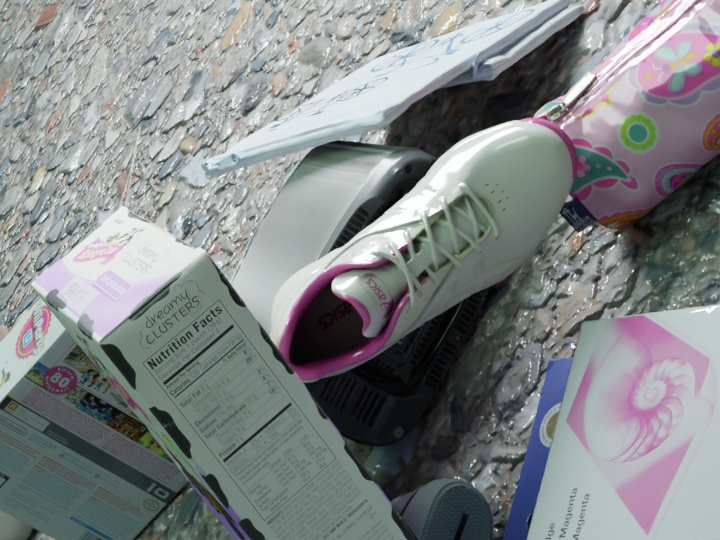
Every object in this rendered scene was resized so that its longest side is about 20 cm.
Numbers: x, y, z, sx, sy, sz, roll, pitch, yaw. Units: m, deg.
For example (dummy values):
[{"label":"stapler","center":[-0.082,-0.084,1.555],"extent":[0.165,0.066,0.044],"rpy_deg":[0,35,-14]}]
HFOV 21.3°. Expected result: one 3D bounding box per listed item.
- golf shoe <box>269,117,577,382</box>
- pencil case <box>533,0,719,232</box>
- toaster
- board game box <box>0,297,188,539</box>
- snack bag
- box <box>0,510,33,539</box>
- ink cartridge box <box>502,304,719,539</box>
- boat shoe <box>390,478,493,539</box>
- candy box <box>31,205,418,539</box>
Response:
[{"label":"golf shoe","center":[0.033,-0.004,1.008],"extent":[0.200,0.075,0.092],"rpy_deg":[-40,4,14]},{"label":"pencil case","center":[0.179,-0.109,1.025],"extent":[0.200,0.087,0.088],"rpy_deg":[-41,35,24]},{"label":"toaster","center":[0.000,0.000,1.151],"extent":[0.129,0.113,0.201],"rpy_deg":[19,80,60]},{"label":"board game box","center":[-0.168,0.084,1.276],"extent":[0.200,0.147,0.065],"rpy_deg":[-45,31,18]},{"label":"snack bag","center":[0.020,-0.113,1.210],"extent":[0.188,0.022,0.199],"rpy_deg":[-11,18,48]},{"label":"box","center":[-0.358,0.171,1.411],"extent":[0.123,0.199,0.200],"rpy_deg":[21,80,58]},{"label":"ink cartridge box","center":[0.129,0.115,0.941],"extent":[0.199,0.043,0.198],"rpy_deg":[-11,55,48]},{"label":"boat shoe","center":[0.013,0.204,1.005],"extent":[0.067,0.073,0.201],"rpy_deg":[-20,35,51]},{"label":"candy box","center":[-0.073,0.073,1.007],"extent":[0.071,0.201,0.168],"rpy_deg":[-39,20,-10]}]
